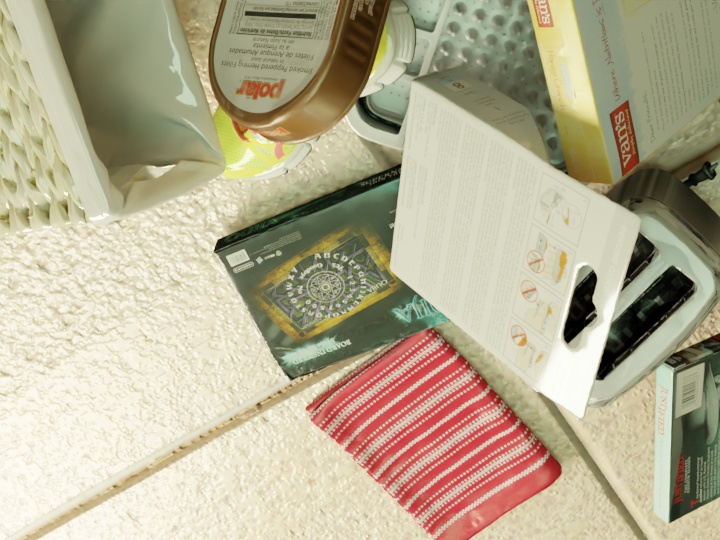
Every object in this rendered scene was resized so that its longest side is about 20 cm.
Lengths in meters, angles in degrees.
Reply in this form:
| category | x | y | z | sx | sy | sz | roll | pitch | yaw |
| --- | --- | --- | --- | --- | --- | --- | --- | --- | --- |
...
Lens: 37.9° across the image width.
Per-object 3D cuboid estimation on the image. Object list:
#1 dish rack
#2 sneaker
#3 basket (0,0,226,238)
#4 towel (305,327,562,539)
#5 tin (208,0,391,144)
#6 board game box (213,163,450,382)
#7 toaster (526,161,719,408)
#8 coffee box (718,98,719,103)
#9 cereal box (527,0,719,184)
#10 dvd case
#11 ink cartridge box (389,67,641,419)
| category | x | y | z | sx | sy | sz | roll | pitch | yaw |
| --- | --- | --- | --- | --- | --- | --- | --- | --- | --- |
| dish rack | 0.098 | -0.156 | 0.752 | 0.198 | 0.044 | 0.173 | 17 | 116 | -6 |
| sneaker | -0.058 | -0.128 | 0.722 | 0.200 | 0.090 | 0.079 | -36 | 71 | 38 |
| basket | -0.198 | -0.132 | 0.701 | 0.123 | 0.135 | 0.202 | -10 | 103 | 30 |
| towel | 0.067 | 0.152 | 0.924 | 0.144 | 0.023 | 0.200 | -37 | 109 | 18 |
| tin | -0.032 | -0.178 | 0.633 | 0.042 | 0.111 | 0.202 | 17 | 87 | -48 |
| board game box | 0.000 | 0.000 | 0.845 | 0.199 | 0.028 | 0.136 | -21 | 115 | 12 |
| toaster | 0.197 | 0.010 | 0.771 | 0.114 | 0.129 | 0.200 | 44 | 113 | 4 |
| coffee box | 0.329 | -0.078 | 0.692 | 0.113 | 0.200 | 0.080 | 38 | 110 | -15 |
| cereal box | 0.190 | -0.165 | 0.674 | 0.039 | 0.200 | 0.145 | 13 | 130 | 49 |
| dvd case | 0.315 | 0.102 | 0.831 | 0.199 | 0.022 | 0.147 | -21 | 120 | -23 |
| ink cartridge box | 0.103 | -0.022 | 0.701 | 0.047 | 0.200 | 0.161 | -22 | 134 | -34 |
